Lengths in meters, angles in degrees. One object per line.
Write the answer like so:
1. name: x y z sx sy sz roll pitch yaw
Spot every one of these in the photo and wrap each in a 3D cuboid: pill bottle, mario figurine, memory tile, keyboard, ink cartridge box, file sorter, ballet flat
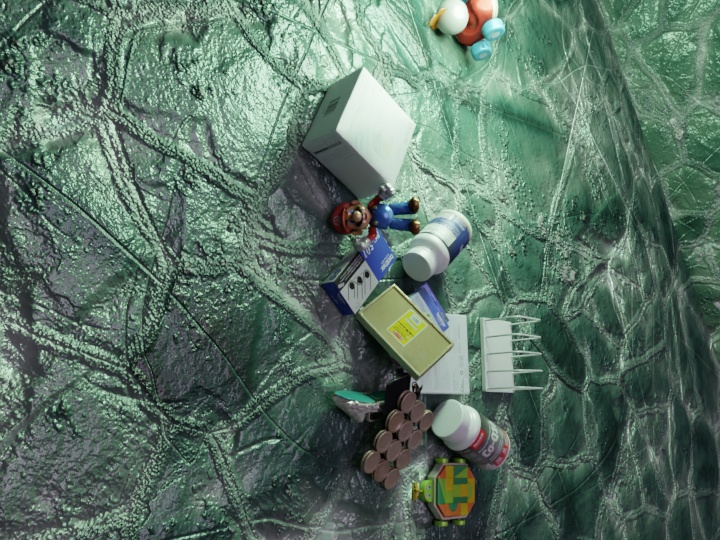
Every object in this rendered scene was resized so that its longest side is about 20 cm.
1. pill bottle: 0.190 -0.060 1.589 0.200 0.110 0.112 -43 111 -40
2. mario figurine: 0.033 -0.116 1.404 0.107 0.197 0.125 87 -1 -52
3. memory tile: 0.083 0.375 1.401 0.201 0.017 0.153 -55 135 -14
4. keyboard: 0.089 0.321 1.413 0.126 0.020 0.203 -11 113 -43
5. pill bottle: 0.272 0.406 1.569 0.199 0.113 0.115 38 57 -32
6. ink cartridge box: 0.000 0.000 1.439 0.094 0.044 0.200 56 49 -22
7. file sorter: 0.420 0.232 1.743 0.138 0.124 0.203 11 74 -41
8. ballet flat: 0.015 0.299 1.378 0.199 0.071 0.073 9 75 -44
9. ink cartridge box: 0.131 0.125 1.508 0.199 0.042 0.120 -37 98 -32
10. ink cartridge box: 0.178 0.204 1.561 0.198 0.043 0.199 7 76 -27

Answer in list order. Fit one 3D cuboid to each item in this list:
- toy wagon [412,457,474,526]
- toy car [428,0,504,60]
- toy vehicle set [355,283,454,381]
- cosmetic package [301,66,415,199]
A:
1. toy wagon: 0.204 0.533 1.528 0.199 0.039 0.157 16 70 -41
2. toy car: 0.278 -0.715 1.815 0.198 0.177 0.186 -12 75 -16
3. toy vehicle set: 0.100 0.136 1.427 0.124 0.027 0.200 -34 69 -29
4. cosmetic package: 0.003 -0.311 1.455 0.200 0.122 0.201 40 56 -33
